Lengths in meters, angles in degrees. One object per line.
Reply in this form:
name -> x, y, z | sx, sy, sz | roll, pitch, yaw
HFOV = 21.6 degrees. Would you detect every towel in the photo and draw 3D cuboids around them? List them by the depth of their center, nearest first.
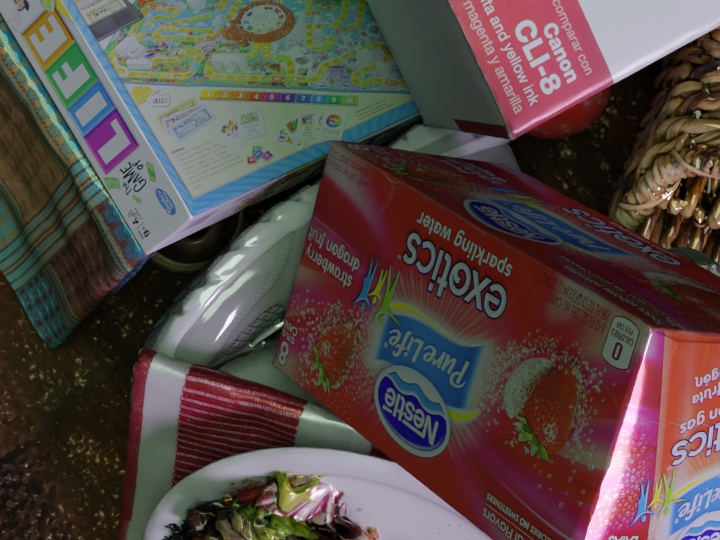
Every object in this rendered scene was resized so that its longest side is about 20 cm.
towel -> -0.006, 0.113, 0.783 | 0.199, 0.144, 0.023 | 18, 45, 5
towel -> -0.163, -0.069, 0.791 | 0.022, 0.147, 0.201 | -31, 87, -27

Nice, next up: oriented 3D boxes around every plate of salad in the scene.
plate of salad -> -0.001, 0.153, 0.767 | 0.199, 0.200, 0.048 | 26, 43, 0

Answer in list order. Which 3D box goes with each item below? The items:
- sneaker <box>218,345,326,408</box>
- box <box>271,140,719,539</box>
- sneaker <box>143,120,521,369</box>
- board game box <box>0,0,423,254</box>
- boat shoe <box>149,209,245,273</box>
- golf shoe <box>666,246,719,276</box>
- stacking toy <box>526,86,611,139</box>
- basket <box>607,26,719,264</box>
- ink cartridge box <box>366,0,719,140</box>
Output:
sneaker -> 0.008, 0.096, 0.823 | 0.199, 0.075, 0.089 | 30, 125, 13
box -> 0.063, 0.031, 0.701 | 0.095, 0.200, 0.100 | 5, 109, -36
sneaker -> 0.000, 0.000, 0.802 | 0.200, 0.075, 0.082 | -32, 89, -23
board game box -> -0.049, -0.101, 0.787 | 0.200, 0.034, 0.135 | -28, 86, -48
boat shoe -> -0.096, -0.099, 0.829 | 0.072, 0.072, 0.201 | -13, 85, -4
golf shoe -> 0.139, 0.093, 0.761 | 0.077, 0.088, 0.201 | -7, 71, -9
stacking toy -> 0.084, -0.160, 0.844 | 0.085, 0.085, 0.201 | -5, 91, -3
basket -> 0.206, -0.006, 0.798 | 0.199, 0.143, 0.150 | 23, 84, 0
ink cartridge box -> 0.096, -0.161, 0.736 | 0.199, 0.145, 0.145 | -29, 100, -7
